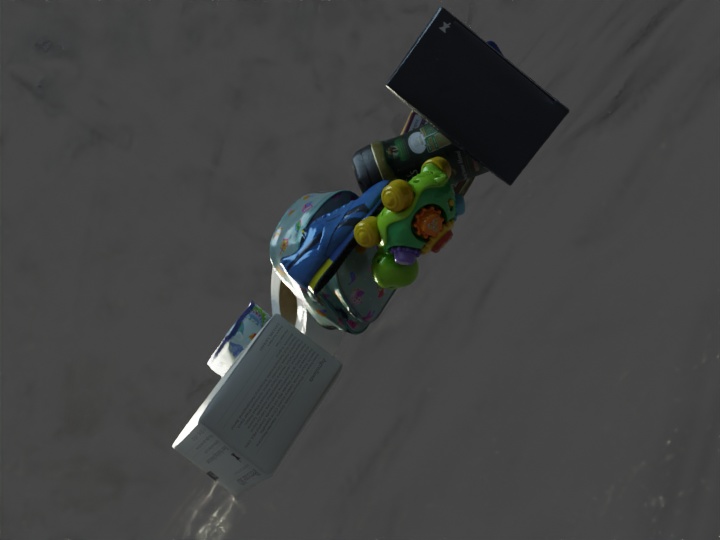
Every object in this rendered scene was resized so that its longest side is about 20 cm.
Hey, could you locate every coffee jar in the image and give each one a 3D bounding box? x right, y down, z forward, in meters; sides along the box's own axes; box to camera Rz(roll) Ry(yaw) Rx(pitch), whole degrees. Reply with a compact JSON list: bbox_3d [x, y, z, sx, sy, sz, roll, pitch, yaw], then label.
[{"bbox_3d":[0.090,-0.161,1.395,0.198,0.086,0.104,-21,-30,6],"label":"coffee jar"}]

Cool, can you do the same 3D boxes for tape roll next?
[{"bbox_3d":[-0.094,0.054,1.627,0.202,0.070,0.206,176,90,-67],"label":"tape roll"}]

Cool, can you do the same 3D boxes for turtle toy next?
[{"bbox_3d":[0.068,-0.057,1.284,0.145,0.101,0.200,-35,-13,-49],"label":"turtle toy"}]

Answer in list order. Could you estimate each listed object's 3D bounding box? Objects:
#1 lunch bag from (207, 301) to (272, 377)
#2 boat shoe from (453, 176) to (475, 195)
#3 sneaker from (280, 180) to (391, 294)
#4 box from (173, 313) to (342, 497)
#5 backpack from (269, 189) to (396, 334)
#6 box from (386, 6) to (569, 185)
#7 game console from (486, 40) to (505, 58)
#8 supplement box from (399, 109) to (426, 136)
[{"bbox_3d":[-0.193,0.179,1.791,0.128,0.169,0.200,-55,3,-40],"label":"lunch bag"},{"bbox_3d":[0.117,-0.115,1.496,0.201,0.067,0.072,-51,4,18],"label":"boat shoe"},{"bbox_3d":[-0.032,-0.063,1.322,0.200,0.078,0.066,-49,-13,-12],"label":"sneaker"},{"bbox_3d":[-0.152,0.201,1.382,0.201,0.130,0.199,-55,5,-30],"label":"box"},{"bbox_3d":[-0.031,-0.021,1.433,0.177,0.200,0.153,-53,25,-21],"label":"backpack"},{"bbox_3d":[0.140,-0.219,1.196,0.118,0.196,0.200,-52,4,9],"label":"box"},{"bbox_3d":[0.189,-0.266,1.641,0.201,0.118,0.171,-53,4,-15],"label":"game console"},{"bbox_3d":[0.109,-0.215,1.924,0.200,0.102,0.132,116,177,-63],"label":"supplement box"}]
